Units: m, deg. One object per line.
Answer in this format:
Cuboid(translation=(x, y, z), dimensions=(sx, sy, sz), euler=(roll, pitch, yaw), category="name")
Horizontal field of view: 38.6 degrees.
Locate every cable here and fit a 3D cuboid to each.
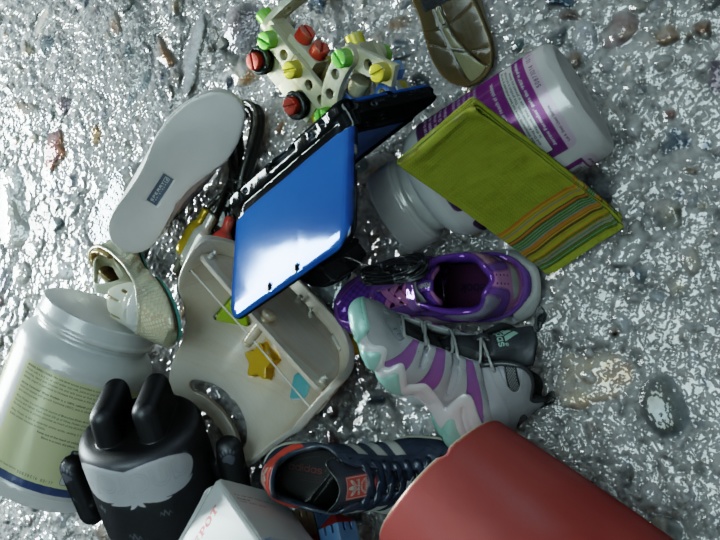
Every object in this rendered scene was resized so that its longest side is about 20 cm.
Cuboid(translation=(-0.137, -0.076, 1.052), dimensions=(0.097, 0.050, 0.200), euler=(23, 99, 47), category="cable")

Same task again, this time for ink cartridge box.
Cuboid(translation=(-0.089, 0.298, 0.880), dimensions=(0.200, 0.085, 0.145), euler=(39, 102, 49), category="ink cartridge box")

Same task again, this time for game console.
Cuboid(translation=(-0.025, -0.060, 0.910), dimensions=(0.200, 0.170, 0.119), euler=(-31, 81, 48), category="game console")

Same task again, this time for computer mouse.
Cuboid(translation=(0.000, 0.000, 0.948), dimensions=(0.200, 0.059, 0.034), euler=(10, 128, 58), category="computer mouse")

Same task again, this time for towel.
Cuboid(translation=(0.128, -0.063, 0.852), dimensions=(0.086, 0.200, 0.018), euler=(-39, 38, 26), category="towel")

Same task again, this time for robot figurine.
Cuboid(translation=(-0.200, 0.200, 1.003), dimensions=(0.150, 0.125, 0.200), euler=(13, 125, 41), category="robot figurine")

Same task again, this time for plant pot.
Cuboid(translation=(0.124, 0.230, 0.822), dimensions=(0.177, 0.200, 0.201), euler=(44, 105, 23), category="plant pot")

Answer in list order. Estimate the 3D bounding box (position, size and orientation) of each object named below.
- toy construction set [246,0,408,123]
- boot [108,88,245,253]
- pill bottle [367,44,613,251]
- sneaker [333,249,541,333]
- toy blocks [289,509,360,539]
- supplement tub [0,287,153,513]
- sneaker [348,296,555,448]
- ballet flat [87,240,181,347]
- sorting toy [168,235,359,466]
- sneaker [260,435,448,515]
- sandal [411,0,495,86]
Cuboid(translation=(-0.038, -0.218, 0.997), dimensions=(0.131, 0.092, 0.200), euler=(-51, 56, 41), category="toy construction set")
Cuboid(translation=(-0.187, -0.111, 1.058), dimensions=(0.073, 0.090, 0.200), euler=(39, 106, -13), category="boot")
Cuboid(translation=(0.109, -0.100, 0.903), dimensions=(0.200, 0.112, 0.112), euler=(-31, 73, 21), category="pill bottle")
Cuboid(translation=(0.058, 0.019, 0.934), dimensions=(0.200, 0.088, 0.081), euler=(-10, 83, 27), category="sneaker")
Cuboid(translation=(-0.049, 0.287, 0.966), dimensions=(0.200, 0.100, 0.137), euler=(-30, 63, 36), category="toy blocks")
Cuboid(translation=(-0.305, 0.133, 1.074), dimensions=(0.145, 0.145, 0.200), euler=(26, 98, 26), category="supplement tub")
Cuboid(translation=(0.092, 0.064, 0.875), dimensions=(0.140, 0.200, 0.078), euler=(-34, 33, 18), category="sneaker")
Cuboid(translation=(-0.237, 0.025, 1.051), dimensions=(0.200, 0.062, 0.068), euler=(-136, 44, -55), category="ballet flat")
Cuboid(translation=(-0.110, 0.095, 1.012), dimensions=(0.200, 0.107, 0.180), euler=(47, 114, 20), category="sorting toy")
Cuboid(translation=(0.008, 0.189, 0.919), dimensions=(0.199, 0.085, 0.075), euler=(-3, 88, 3), category="sneaker")
Cuboid(translation=(0.084, -0.273, 0.967), dimensions=(0.080, 0.054, 0.200), euler=(-14, 94, 31), category="sandal")
